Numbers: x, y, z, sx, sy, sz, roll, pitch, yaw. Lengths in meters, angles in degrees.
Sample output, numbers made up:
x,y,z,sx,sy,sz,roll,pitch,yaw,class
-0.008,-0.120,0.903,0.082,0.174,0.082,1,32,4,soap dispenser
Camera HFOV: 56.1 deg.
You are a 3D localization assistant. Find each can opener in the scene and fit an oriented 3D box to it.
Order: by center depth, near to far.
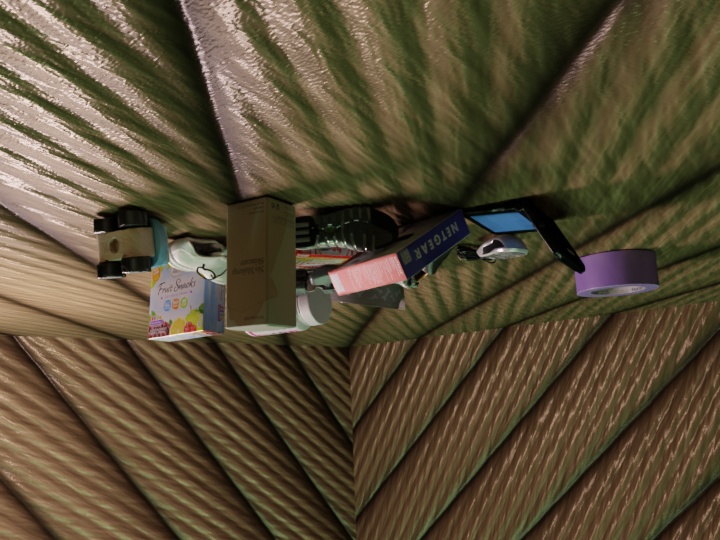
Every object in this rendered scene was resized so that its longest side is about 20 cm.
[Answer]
x,y,z,sx,sy,sz,roll,pitch,yaw,class
-0.130,0.015,1.419,0.195,0.054,0.068,-2,137,4,can opener

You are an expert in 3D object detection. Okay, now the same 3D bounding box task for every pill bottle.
x,y,z,sx,sy,sz,roll,pitch,yaw,class
-0.170,0.082,1.518,0.197,0.116,0.113,-9,168,31,pill bottle

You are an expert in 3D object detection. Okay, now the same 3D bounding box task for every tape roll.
x,y,z,sx,sy,sz,roll,pitch,yaw,class
0.643,0.010,1.703,0.195,0.087,0.200,-2,170,0,tape roll

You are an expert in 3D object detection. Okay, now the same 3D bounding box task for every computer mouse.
x,y,z,sx,sy,sz,roll,pitch,yaw,class
0.288,-0.048,1.430,0.107,0.045,0.199,6,173,-20,computer mouse

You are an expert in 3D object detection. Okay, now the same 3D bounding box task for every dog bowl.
x,y,z,sx,sy,sz,roll,pitch,yaw,class
0.018,0.057,1.660,0.195,0.060,0.200,8,178,0,dog bowl

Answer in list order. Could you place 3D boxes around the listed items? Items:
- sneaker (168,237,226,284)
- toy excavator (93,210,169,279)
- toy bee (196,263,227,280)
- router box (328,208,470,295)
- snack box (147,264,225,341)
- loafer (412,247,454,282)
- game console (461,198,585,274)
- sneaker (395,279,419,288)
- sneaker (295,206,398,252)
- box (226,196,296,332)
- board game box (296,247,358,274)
x,y,z,sx,sy,sz,roll,pitch,yaw,class
-0.283,-0.026,1.344,0.088,0.077,0.198,-25,156,36,sneaker
-0.385,-0.039,1.201,0.191,0.102,0.199,-8,177,31,toy excavator
-0.196,-0.016,1.287,0.130,0.110,0.199,37,-165,17,toy bee
0.069,-0.032,1.193,0.178,0.050,0.199,-15,-166,47,router box
-0.381,0.061,1.482,0.197,0.173,0.067,-10,164,37,snack box
0.152,-0.028,1.413,0.071,0.074,0.200,1,168,-12,loafer
0.300,-0.051,1.231,0.116,0.178,0.199,-38,156,20,game console
0.088,0.004,1.571,0.079,0.077,0.200,4,173,14,sneaker
-0.027,-0.070,1.193,0.195,0.077,0.115,1,179,7,sneaker
-0.161,-0.006,1.096,0.093,0.205,0.077,-9,168,31,box
-0.090,-0.033,1.396,0.148,0.047,0.199,2,169,-23,board game box
